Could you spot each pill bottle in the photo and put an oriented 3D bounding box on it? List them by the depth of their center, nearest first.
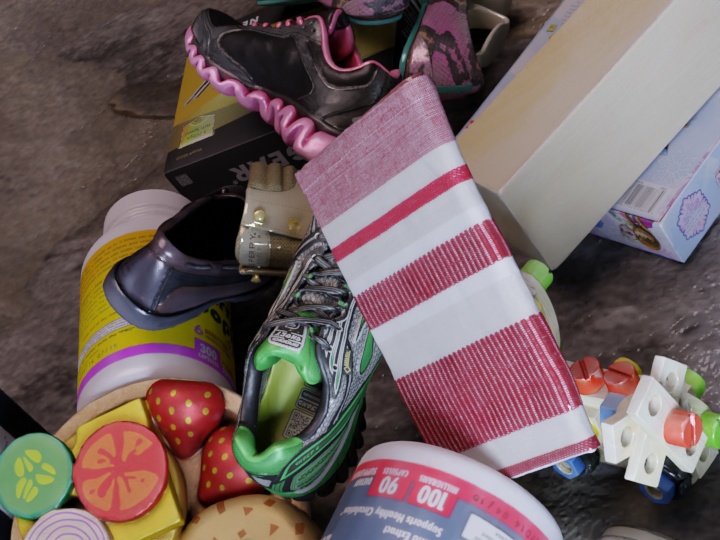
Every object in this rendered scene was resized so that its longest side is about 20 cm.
[{"bbox_3d":[0.014,0.200,0.898,0.119,0.120,0.200,2,54,40],"label":"pill bottle"},{"bbox_3d":[-0.139,0.035,1.195,0.104,0.104,0.200,-26,40,16],"label":"pill bottle"}]

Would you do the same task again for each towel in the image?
[{"bbox_3d":[0.043,0.012,0.904,0.023,0.201,0.144,-24,-4,-29],"label":"towel"}]

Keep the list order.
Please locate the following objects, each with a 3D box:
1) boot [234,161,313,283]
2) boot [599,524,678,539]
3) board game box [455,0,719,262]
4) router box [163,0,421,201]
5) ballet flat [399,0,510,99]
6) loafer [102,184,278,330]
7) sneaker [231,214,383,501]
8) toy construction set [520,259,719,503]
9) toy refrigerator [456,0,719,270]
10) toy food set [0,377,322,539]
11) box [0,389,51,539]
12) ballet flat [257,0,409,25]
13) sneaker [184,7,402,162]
[{"bbox_3d":[0.000,0.000,1.082,0.155,0.073,0.200,5,39,-9],"label":"boot"},{"bbox_3d":[0.143,0.217,0.815,0.154,0.074,0.203,-49,39,-8],"label":"boot"},{"bbox_3d":[0.180,-0.113,1.135,0.200,0.041,0.200,22,68,48],"label":"board game box"},{"bbox_3d":[-0.046,-0.142,1.338,0.199,0.052,0.158,-19,42,24],"label":"router box"},{"bbox_3d":[0.071,-0.183,1.257,0.071,0.069,0.200,6,41,3],"label":"ballet flat"},{"bbox_3d":[-0.089,-0.019,1.155,0.063,0.072,0.200,-52,-10,31],"label":"loafer"},{"bbox_3d":[-0.016,0.030,0.988,0.078,0.085,0.201,13,83,19],"label":"sneaker"},{"bbox_3d":[0.121,0.059,0.934,0.092,0.131,0.200,-38,34,-17],"label":"toy construction set"},{"bbox_3d":[0.144,-0.105,1.062,0.200,0.076,0.070,-48,39,-8],"label":"toy refrigerator"},{"bbox_3d":[-0.124,0.160,1.049,0.197,0.049,0.201,-26,68,7],"label":"toy food set"},{"bbox_3d":[-0.301,0.156,1.174,0.199,0.148,0.105,-14,45,30],"label":"box"},{"bbox_3d":[-0.023,-0.219,1.268,0.069,0.071,0.200,-11,16,-22],"label":"ballet flat"},{"bbox_3d":[-0.042,-0.144,1.217,0.200,0.079,0.096,39,110,36],"label":"sneaker"}]
